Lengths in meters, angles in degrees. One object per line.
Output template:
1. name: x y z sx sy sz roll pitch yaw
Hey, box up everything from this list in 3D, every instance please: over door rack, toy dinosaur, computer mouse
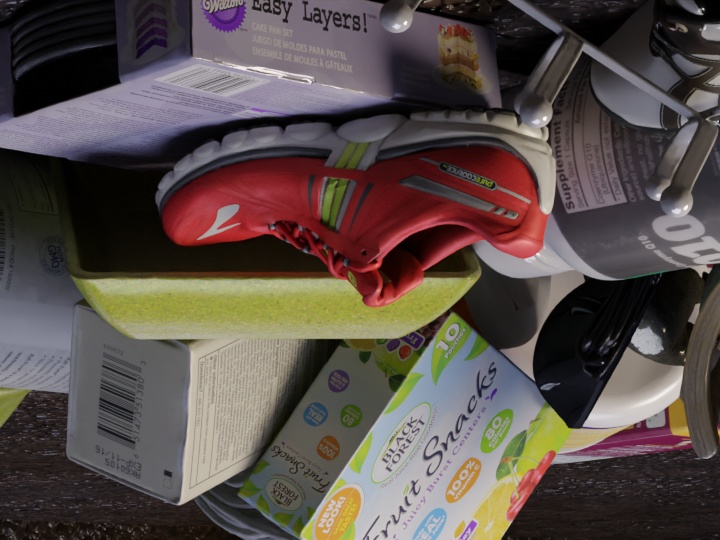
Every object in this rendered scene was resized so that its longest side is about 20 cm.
1. over door rack: 0.088 -0.090 1.104 0.148 0.067 0.200 33 165 -4
2. toy dinosaur: 0.158 0.000 1.597 0.077 0.200 0.102 3 -147 42
3. computer mouse: 0.134 0.004 1.492 0.046 0.141 0.200 28 168 6

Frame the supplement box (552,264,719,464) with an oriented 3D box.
1. supplement box: 0.172 0.060 1.924 0.200 0.131 0.103 -10 168 42

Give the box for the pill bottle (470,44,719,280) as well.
1. pill bottle: 0.147 -0.057 1.337 0.200 0.113 0.113 -11 166 42

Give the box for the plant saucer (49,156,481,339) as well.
1. plant saucer: -0.055 -0.015 1.431 0.200 0.048 0.200 0 -157 -10

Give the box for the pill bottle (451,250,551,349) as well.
1. pill bottle: 0.000 0.000 1.626 0.200 0.110 0.110 -7 168 27

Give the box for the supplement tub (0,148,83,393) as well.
1. supplement tub: -0.191 -0.001 1.531 0.200 0.132 0.132 9 165 -43

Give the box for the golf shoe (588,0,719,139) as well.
1. golf shoe: 0.150 -0.114 1.185 0.094 0.078 0.200 25 155 -29

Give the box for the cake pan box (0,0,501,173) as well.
1. cake pan box: -0.067 -0.087 1.313 0.200 0.052 0.184 7 164 -41

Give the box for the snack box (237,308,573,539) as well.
1. snack box: 0.031 0.101 1.529 0.053 0.142 0.200 31 175 31

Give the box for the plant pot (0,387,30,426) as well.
1. plant pot: -0.277 0.043 1.666 0.200 0.201 0.193 8 154 -43

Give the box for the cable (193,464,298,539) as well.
1. cable: -0.056 0.075 1.794 0.069 0.200 0.200 -7 -175 -35

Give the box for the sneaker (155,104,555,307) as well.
1. sneaker: -0.007 -0.024 1.293 0.200 0.085 0.077 -7 168 26

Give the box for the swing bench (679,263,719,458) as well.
1. swing bench: 0.268 0.000 1.440 0.200 0.130 0.199 -2 -162 13

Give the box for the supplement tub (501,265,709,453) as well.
1. supplement tub: 0.126 0.037 1.750 0.145 0.146 0.200 0 169 -11

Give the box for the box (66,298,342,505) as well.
1. box: -0.060 0.039 1.483 0.078 0.095 0.200 19 -154 30
